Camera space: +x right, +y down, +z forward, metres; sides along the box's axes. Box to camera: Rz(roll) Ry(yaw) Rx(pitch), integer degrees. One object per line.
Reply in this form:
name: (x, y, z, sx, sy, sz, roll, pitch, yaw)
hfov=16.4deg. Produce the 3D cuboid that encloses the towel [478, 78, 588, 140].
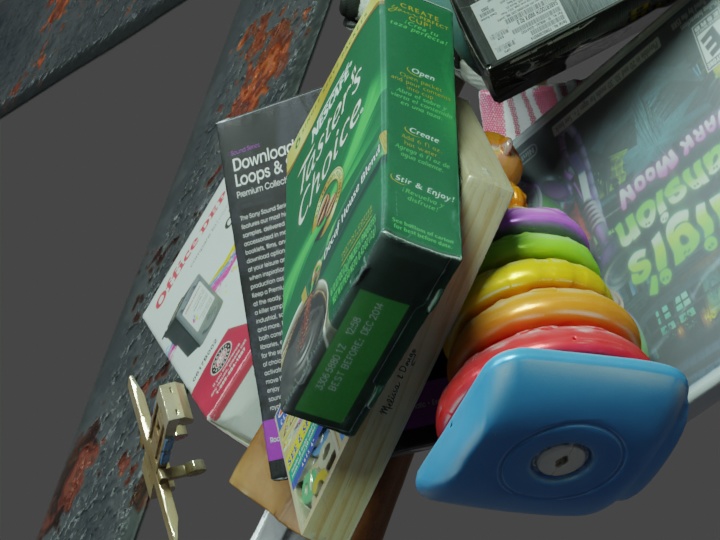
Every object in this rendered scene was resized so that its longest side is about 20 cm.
towel: (0.112, -0.030, 1.310, 0.200, 0.030, 0.148, 1, 86, 65)

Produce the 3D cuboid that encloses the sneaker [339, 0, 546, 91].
sneaker: (0.033, -0.157, 1.526, 0.200, 0.087, 0.076, 44, 140, 38)

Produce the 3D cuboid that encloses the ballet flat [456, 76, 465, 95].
ballet flat: (0.057, -0.144, 1.604, 0.067, 0.046, 0.201, 4, 63, 49)

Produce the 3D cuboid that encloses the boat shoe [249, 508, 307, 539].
boat shoe: (-0.022, 0.104, 1.436, 0.201, 0.068, 0.072, -54, 24, 15)

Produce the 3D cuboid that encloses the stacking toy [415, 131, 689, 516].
stacking toy: (0.078, 0.012, 1.204, 0.116, 0.109, 0.201, 119, 150, -44)

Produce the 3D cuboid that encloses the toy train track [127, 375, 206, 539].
toy train track: (-0.118, 0.109, 1.606, 0.200, 0.032, 0.116, 112, 143, -70)

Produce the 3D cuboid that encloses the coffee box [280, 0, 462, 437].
coffee box: (0.003, -0.032, 1.189, 0.201, 0.044, 0.123, -89, 23, -50)

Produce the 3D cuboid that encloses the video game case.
video game case: (0.140, -0.016, 1.215, 0.200, 0.023, 0.183, -40, 56, 39)

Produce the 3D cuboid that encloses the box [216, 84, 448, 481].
box: (0.000, 0.000, 1.320, 0.142, 0.036, 0.202, -15, 82, 36)

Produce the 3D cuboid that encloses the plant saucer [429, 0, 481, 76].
plant saucer: (0.072, -0.205, 1.377, 0.036, 0.200, 0.201, -12, 46, 24)

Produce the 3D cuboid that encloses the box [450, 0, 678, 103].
box: (0.142, -0.155, 1.236, 0.199, 0.049, 0.158, -27, -5, 3)

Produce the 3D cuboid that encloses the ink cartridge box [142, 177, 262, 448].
ink cartridge box: (-0.051, 0.019, 1.577, 0.148, 0.085, 0.200, -58, 25, 6)

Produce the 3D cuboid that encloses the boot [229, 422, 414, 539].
boot: (-0.017, 0.037, 1.394, 0.188, 0.068, 0.201, 35, 106, 29)

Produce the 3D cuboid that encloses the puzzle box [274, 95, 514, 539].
puzzle box: (0.013, 0.020, 1.224, 0.133, 0.025, 0.201, -109, 41, -67)
